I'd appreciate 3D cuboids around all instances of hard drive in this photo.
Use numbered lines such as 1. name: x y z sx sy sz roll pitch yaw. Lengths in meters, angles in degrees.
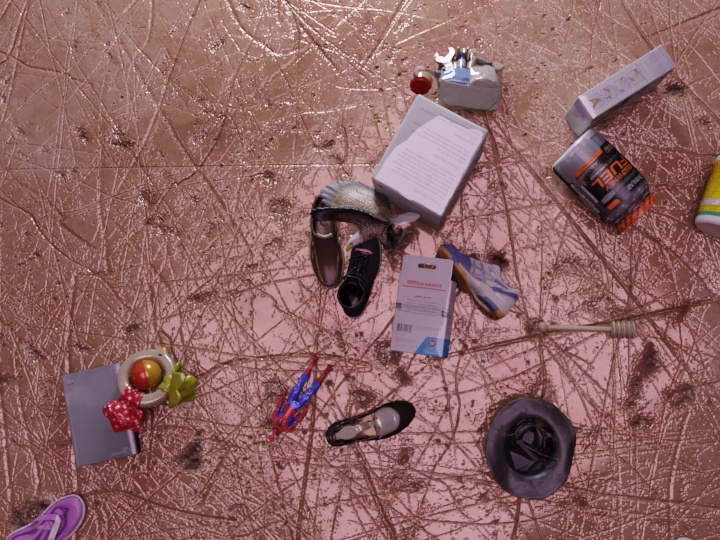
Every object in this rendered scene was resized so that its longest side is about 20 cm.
1. hard drive: -0.564 0.313 1.703 0.138 0.033 0.202 -13 84 3

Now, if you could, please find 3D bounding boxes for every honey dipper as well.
1. honey dipper: 0.471 0.124 1.642 0.198 0.038 0.038 0 85 7

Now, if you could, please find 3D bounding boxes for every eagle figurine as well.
1. eagle figurine: 0.006 -0.105 1.603 0.200 0.152 0.151 44 70 -10

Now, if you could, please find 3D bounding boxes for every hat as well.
1. hat: 0.340 0.362 1.609 0.199 0.081 0.203 0 80 -3

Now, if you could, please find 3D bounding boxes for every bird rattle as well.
1. bird rattle: -0.455 0.250 1.672 0.199 0.113 0.164 -22 61 -4

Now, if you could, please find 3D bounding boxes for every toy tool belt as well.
1. toy tool belt: 0.209 -0.418 1.681 0.198 0.125 0.124 10 54 2

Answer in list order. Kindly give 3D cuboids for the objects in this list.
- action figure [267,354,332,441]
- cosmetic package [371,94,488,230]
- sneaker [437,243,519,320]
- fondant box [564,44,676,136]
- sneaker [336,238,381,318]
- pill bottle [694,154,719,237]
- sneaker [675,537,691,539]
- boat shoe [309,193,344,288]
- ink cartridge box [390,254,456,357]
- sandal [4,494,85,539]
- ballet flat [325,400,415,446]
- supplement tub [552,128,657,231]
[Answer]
1. action figure: -0.137 0.277 1.668 0.065 0.052 0.201 33 90 3
2. cosmetic package: 0.143 -0.221 1.630 0.167 0.166 0.201 30 87 7
3. sneaker: 0.249 0.010 1.659 0.088 0.075 0.200 -42 85 -17
4. fondant box: 0.534 -0.369 1.624 0.199 0.144 0.058 -33 84 1
5. sneaker: 0.000 0.000 1.655 0.070 0.099 0.202 12 85 7
6. pill bottle: 0.770 -0.173 1.605 0.112 0.113 0.202 20 86 6
7. sneaker: 0.718 0.608 1.552 0.199 0.088 0.076 24 87 6
8. boat shoe: -0.079 -0.065 1.678 0.074 0.075 0.204 -8 84 4
9. ink cartridge box: 0.136 0.075 1.642 0.115 0.068 0.202 7 86 19
10. sandal: -0.679 0.560 1.680 0.202 0.050 0.083 -36 84 0
11. ballet flat: 0.022 0.328 1.639 0.198 0.068 0.069 -21 83 2
12. supplement tub: 0.506 -0.184 1.621 0.122 0.123 0.200 -44 84 0
